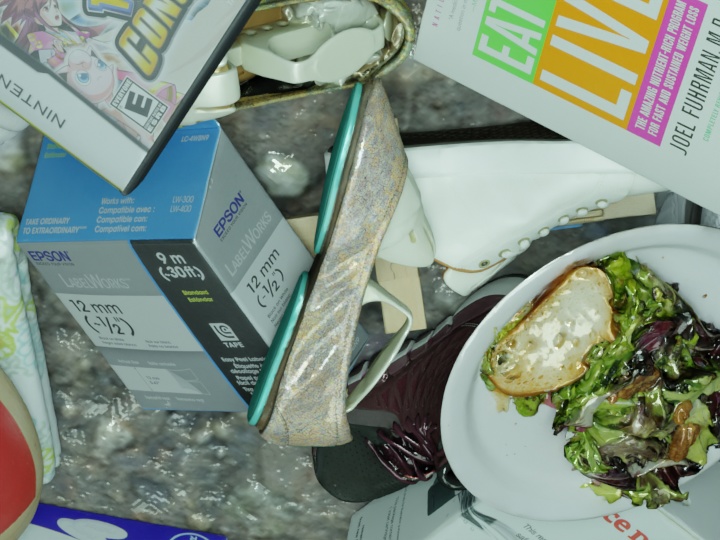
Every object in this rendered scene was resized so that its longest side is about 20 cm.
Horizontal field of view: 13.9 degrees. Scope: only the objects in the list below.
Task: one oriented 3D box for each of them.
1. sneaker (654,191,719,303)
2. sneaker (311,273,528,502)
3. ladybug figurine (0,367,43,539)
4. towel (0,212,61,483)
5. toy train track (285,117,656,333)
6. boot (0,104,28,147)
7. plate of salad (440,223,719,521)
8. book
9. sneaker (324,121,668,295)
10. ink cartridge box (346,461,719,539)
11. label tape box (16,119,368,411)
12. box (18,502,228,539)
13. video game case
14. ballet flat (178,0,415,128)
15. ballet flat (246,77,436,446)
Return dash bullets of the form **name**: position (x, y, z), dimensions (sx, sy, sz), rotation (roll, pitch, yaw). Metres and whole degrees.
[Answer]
- **sneaker**: position (0.227, -0.023, 1.555), dimensions (0.113, 0.076, 0.200), rotation (6, 143, -13)
- **sneaker**: position (0.036, 0.093, 1.651), dimensions (0.076, 0.116, 0.200), rotation (33, 126, -19)
- **ladybug figurine**: position (-0.255, 0.101, 1.667), dimensions (0.135, 0.072, 0.200), rotation (-13, 127, 15)
- **towel**: position (-0.267, 0.046, 1.701), dimensions (0.170, 0.048, 0.201), rotation (-2, 129, 5)
- **toy train track**: position (0.059, -0.031, 1.596), dimensions (0.199, 0.033, 0.115), rotation (-7, 97, 5)
- **boot**: position (-0.258, -0.119, 1.501), dimensions (0.095, 0.074, 0.200), rotation (-36, 126, 24)
- **plate of salad**: position (0.138, 0.061, 1.523), dimensions (0.199, 0.048, 0.201), rotation (-13, 132, -15)
- **book**: position (0.132, -0.119, 1.452), dimensions (0.200, 0.048, 0.134), rotation (27, 128, 15)
- **sneaker**: position (0.084, -0.033, 1.547), dimensions (0.199, 0.073, 0.085), rotation (-4, 100, 15)
- **ink cartridge box**: position (0.106, 0.159, 1.717), dimensions (0.146, 0.083, 0.200), rotation (38, 125, -21)
- **label tape box**: position (-0.107, -0.011, 1.583), dimensions (0.143, 0.066, 0.200), rotation (0, 137, 43)
- **box**: position (-0.183, 0.244, 1.750), dimensions (0.183, 0.200, 0.105), rotation (10, 130, -1)
- **video game case**: position (-0.131, -0.162, 1.379), dimensions (0.181, 0.026, 0.200), rotation (36, 119, 1)
- **ballet flat**: position (-0.060, -0.105, 1.469), dimensions (0.199, 0.071, 0.071), rotation (-17, 136, -26)
- **ballet flat**: position (0.000, 0.000, 1.512), dimensions (0.067, 0.068, 0.201), rotation (16, 109, -6)
